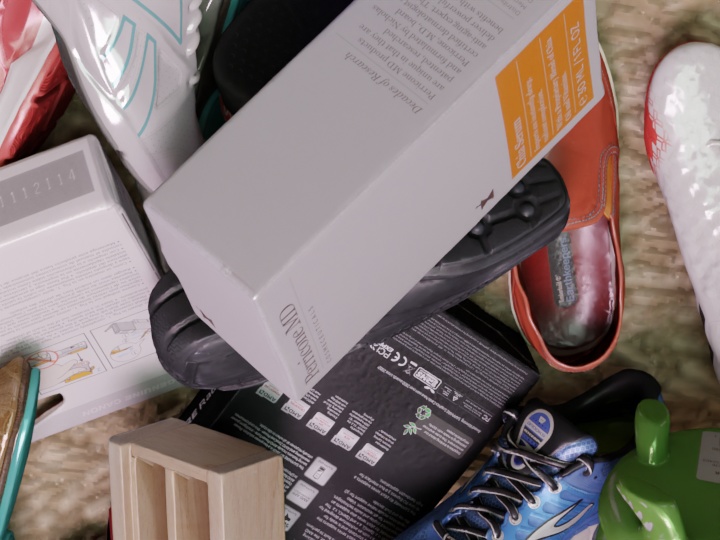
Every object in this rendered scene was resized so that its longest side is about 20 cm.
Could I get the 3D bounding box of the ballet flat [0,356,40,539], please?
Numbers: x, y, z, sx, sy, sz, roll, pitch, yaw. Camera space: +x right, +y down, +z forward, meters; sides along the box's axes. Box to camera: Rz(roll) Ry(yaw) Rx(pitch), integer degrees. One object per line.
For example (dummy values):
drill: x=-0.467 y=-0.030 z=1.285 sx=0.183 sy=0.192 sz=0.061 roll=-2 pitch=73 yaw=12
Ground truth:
ballet flat: x=-0.195 y=0.118 z=1.083 sx=0.072 sy=0.068 sz=0.201 roll=10 pitch=133 yaw=-1

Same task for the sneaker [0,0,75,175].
sneaker: x=-0.173 y=-0.131 z=1.006 sx=0.115 sy=0.078 sz=0.201 roll=28 pitch=110 yaw=2

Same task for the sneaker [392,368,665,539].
sneaker: x=0.073 y=0.107 z=1.088 sx=0.199 sy=0.078 sz=0.090 roll=-33 pitch=137 yaw=-30

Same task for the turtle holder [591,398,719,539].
turtle holder: x=0.178 y=0.154 z=1.028 sx=0.140 sy=0.186 sz=0.133 roll=-3 pitch=117 yaw=-18

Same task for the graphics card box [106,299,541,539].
graphics card box: x=-0.020 y=0.086 z=1.117 sx=0.125 sy=0.051 sz=0.200 roll=32 pitch=106 yaw=-19

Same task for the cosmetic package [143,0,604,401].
cosmetic package: x=0.011 y=-0.053 z=0.951 sx=0.200 sy=0.071 sz=0.102 roll=-45 pitch=155 yaw=-13

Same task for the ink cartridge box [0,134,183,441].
ink cartridge box: x=-0.187 y=0.029 z=1.055 sx=0.199 sy=0.045 sz=0.176 roll=-20 pitch=151 yaw=0

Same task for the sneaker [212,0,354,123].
sneaker: x=0.014 y=-0.119 z=1.031 sx=0.201 sy=0.067 sz=0.108 roll=-46 pitch=157 yaw=-17

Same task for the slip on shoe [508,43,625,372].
slip on shoe: x=0.093 y=-0.042 z=1.073 sx=0.073 sy=0.061 sz=0.201 roll=-11 pitch=114 yaw=-2

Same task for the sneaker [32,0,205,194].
sneaker: x=-0.092 y=-0.107 z=0.937 sx=0.080 sy=0.070 sz=0.201 roll=-31 pitch=129 yaw=-7

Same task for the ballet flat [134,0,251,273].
ballet flat: x=-0.080 y=-0.098 z=1.033 sx=0.063 sy=0.067 sz=0.201 roll=20 pitch=111 yaw=13

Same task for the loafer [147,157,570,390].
loafer: x=0.000 y=0.000 z=1.029 sx=0.199 sy=0.068 sz=0.071 roll=-21 pitch=153 yaw=-6

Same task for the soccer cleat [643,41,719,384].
soccer cleat: x=0.185 y=-0.013 z=1.085 sx=0.068 sy=0.085 sz=0.201 roll=-16 pitch=115 yaw=-1

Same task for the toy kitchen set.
toy kitchen set: x=-0.158 y=0.176 z=1.036 sx=0.199 sy=0.163 sz=0.182 roll=-15 pitch=110 yaw=-42
